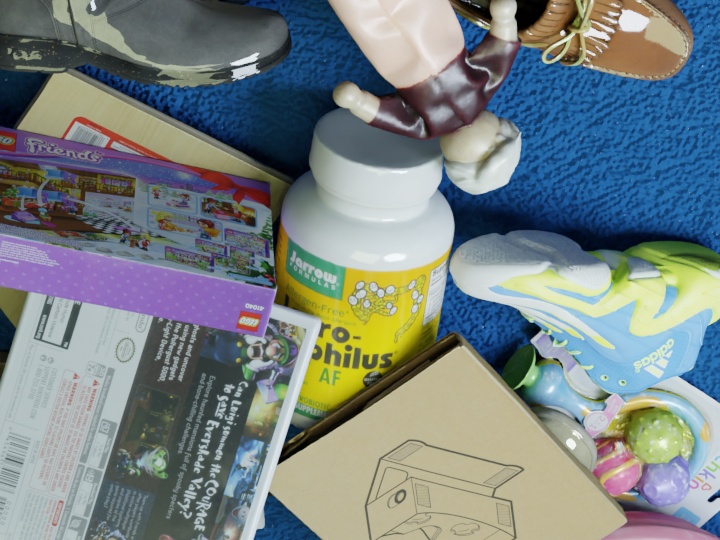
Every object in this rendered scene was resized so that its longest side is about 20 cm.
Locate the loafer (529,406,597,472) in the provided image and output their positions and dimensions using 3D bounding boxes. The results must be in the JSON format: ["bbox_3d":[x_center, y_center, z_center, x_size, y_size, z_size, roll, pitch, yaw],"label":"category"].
[{"bbox_3d":[0.092,0.169,1.839,0.076,0.068,0.200,34,131,-4],"label":"loafer"}]

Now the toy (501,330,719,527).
[{"bbox_3d":[0.180,0.119,1.845,0.200,0.047,0.115,34,118,-18],"label":"toy"}]

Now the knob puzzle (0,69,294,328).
[{"bbox_3d":[-0.167,-0.027,1.769,0.219,0.030,0.220,-1,125,-2],"label":"knob puzzle"}]

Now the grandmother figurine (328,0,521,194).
[{"bbox_3d":[0.042,-0.127,1.620,0.121,0.061,0.200,-24,123,11],"label":"grandmother figurine"}]

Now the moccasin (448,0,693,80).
[{"bbox_3d":[0.112,-0.167,1.649,0.201,0.078,0.074,28,116,-15],"label":"moccasin"}]

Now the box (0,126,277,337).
[{"bbox_3d":[-0.153,-0.026,1.667,0.200,0.137,0.039,12,119,-10],"label":"box"}]

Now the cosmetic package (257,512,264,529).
[{"bbox_3d":[-0.120,0.087,1.794,0.101,0.074,0.200,-6,131,-1],"label":"cosmetic package"}]

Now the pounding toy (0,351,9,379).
[{"bbox_3d":[-0.289,0.170,1.797,0.184,0.200,0.142,-4,122,4],"label":"pounding toy"}]

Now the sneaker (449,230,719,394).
[{"bbox_3d":[0.147,0.034,1.748,0.200,0.076,0.105,3,111,-19],"label":"sneaker"}]

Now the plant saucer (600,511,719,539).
[{"bbox_3d":[0.183,0.234,1.894,0.200,0.051,0.201,-3,137,-3],"label":"plant saucer"}]

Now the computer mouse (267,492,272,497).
[{"bbox_3d":[-0.010,0.125,1.820,0.200,0.034,0.059,-7,144,-29],"label":"computer mouse"}]

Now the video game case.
[{"bbox_3d":[-0.140,0.098,1.693,0.181,0.023,0.200,18,92,1],"label":"video game case"}]

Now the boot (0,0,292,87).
[{"bbox_3d":[-0.138,-0.184,1.628,0.199,0.070,0.132,1,118,-4],"label":"boot"}]

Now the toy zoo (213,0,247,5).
[{"bbox_3d":[-0.142,-0.222,1.654,0.200,0.020,0.131,26,119,-15],"label":"toy zoo"}]

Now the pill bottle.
[{"bbox_3d":[0.000,0.000,1.736,0.112,0.113,0.200,7,122,-3],"label":"pill bottle"}]

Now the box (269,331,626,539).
[{"bbox_3d":[0.054,0.146,1.763,0.163,0.021,0.200,-34,124,14],"label":"box"}]
